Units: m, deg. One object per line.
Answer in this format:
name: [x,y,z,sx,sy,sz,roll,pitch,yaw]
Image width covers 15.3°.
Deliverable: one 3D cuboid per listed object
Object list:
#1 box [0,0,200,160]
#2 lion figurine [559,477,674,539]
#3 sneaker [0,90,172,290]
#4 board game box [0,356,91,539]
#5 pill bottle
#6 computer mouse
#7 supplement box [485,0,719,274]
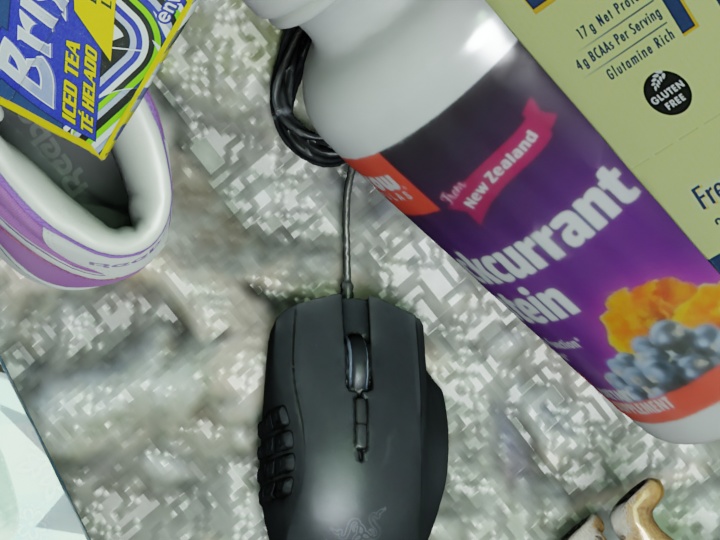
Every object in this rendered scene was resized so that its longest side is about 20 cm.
box: [-0.064,-0.113,0.705,0.064,0.200,0.070,29,118,-10]
lion figurine: [0.089,0.137,0.769,0.123,0.072,0.200,50,50,2]
sneaker: [-0.116,-0.084,0.736,0.073,0.114,0.201,-41,96,-10]
board game box: [-0.175,0.100,0.749,0.200,0.043,0.200,-26,93,-12]
pill bottle: [0.054,-0.052,0.760,0.200,0.111,0.112,41,80,-17]
computer mouse: [0.000,0.000,0.799,0.058,0.034,0.201,1,87,-12]
supplement box: [0.110,-0.140,0.681,0.200,0.134,0.200,48,37,-10]
